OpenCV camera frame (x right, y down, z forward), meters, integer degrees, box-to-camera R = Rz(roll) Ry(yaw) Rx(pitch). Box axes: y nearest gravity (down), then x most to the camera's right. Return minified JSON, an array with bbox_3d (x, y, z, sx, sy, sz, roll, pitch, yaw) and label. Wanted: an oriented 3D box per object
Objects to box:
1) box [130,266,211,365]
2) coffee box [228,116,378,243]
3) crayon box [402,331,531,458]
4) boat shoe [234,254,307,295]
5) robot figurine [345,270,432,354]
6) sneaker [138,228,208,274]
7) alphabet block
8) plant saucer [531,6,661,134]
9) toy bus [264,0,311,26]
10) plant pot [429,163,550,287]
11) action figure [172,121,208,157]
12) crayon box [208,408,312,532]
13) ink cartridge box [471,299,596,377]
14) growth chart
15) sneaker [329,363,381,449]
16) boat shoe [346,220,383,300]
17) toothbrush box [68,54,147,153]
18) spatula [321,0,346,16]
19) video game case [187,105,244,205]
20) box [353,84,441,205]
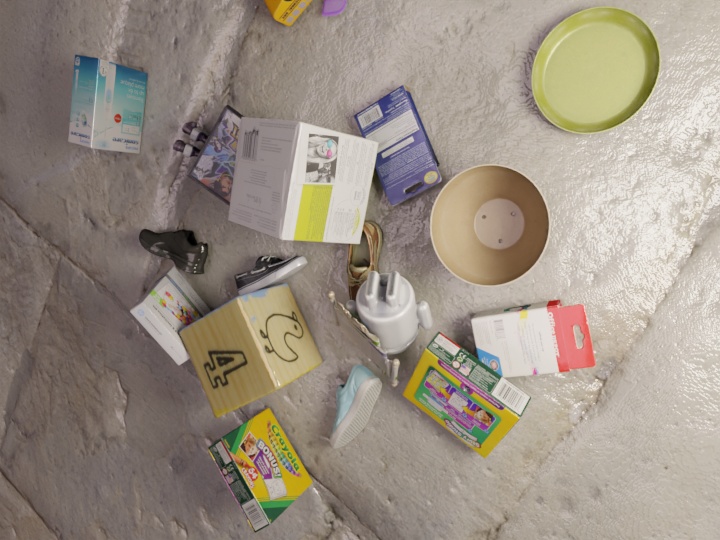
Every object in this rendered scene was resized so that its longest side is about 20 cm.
[{"bbox_3d":[-0.416,0.096,1.173,0.041,0.201,0.157,-31,108,12],"label":"box"},{"bbox_3d":[-0.112,-0.172,1.004,0.198,0.196,0.204,21,105,44],"label":"coffee box"},{"bbox_3d":[0.191,0.236,0.977,0.199,0.058,0.174,35,141,17],"label":"crayon box"},{"bbox_3d":[-0.207,-0.003,1.168,0.198,0.071,0.069,-24,88,32],"label":"boat shoe"},{"bbox_3d":[0.055,0.086,1.006,0.166,0.114,0.201,4,142,15],"label":"robot figurine"},{"bbox_3d":[-0.452,-0.065,1.276,0.198,0.076,0.092,25,96,13],"label":"sneaker"},{"bbox_3d":[-0.234,0.168,1.131,0.195,0.195,0.202,-28,85,26],"label":"alphabet block"},{"bbox_3d":[0.392,-0.332,0.877,0.197,0.031,0.204,3,97,25],"label":"plant saucer"},{"bbox_3d":[-0.112,-0.590,1.033,0.199,0.078,0.066,-36,72,31],"label":"toy bus"},{"bbox_3d":[0.235,-0.080,0.920,0.197,0.134,0.204,3,97,23],"label":"plant pot"},{"bbox_3d":[-0.322,-0.262,1.189,0.198,0.069,0.131,31,101,2],"label":"action figure"},{"bbox_3d":[-0.218,0.434,1.155,0.058,0.172,0.202,-37,82,26],"label":"crayon box"},{"bbox_3d":[0.312,0.123,0.945,0.197,0.067,0.118,-11,92,25],"label":"ink cartridge box"},{"bbox_3d":[0.005,0.133,1.003,0.018,0.145,0.200,-39,71,-20],"label":"growth chart"},{"bbox_3d":[-0.022,0.290,1.125,0.082,0.073,0.202,43,113,39],"label":"sneaker"},{"bbox_3d":[0.000,0.000,1.069,0.074,0.074,0.204,4,98,24],"label":"boat shoe"},{"bbox_3d":[-0.609,-0.396,1.259,0.084,0.146,0.204,17,102,21],"label":"toothbrush box"},{"bbox_3d":[-0.047,-0.616,1.047,0.056,0.020,0.204,7,98,28],"label":"spatula"},{"bbox_3d":[-0.254,-0.224,1.143,0.199,0.026,0.182,35,110,-8],"label":"video game case"},{"bbox_3d":[0.076,-0.242,1.029,0.120,0.032,0.203,-23,85,25],"label":"box"}]
